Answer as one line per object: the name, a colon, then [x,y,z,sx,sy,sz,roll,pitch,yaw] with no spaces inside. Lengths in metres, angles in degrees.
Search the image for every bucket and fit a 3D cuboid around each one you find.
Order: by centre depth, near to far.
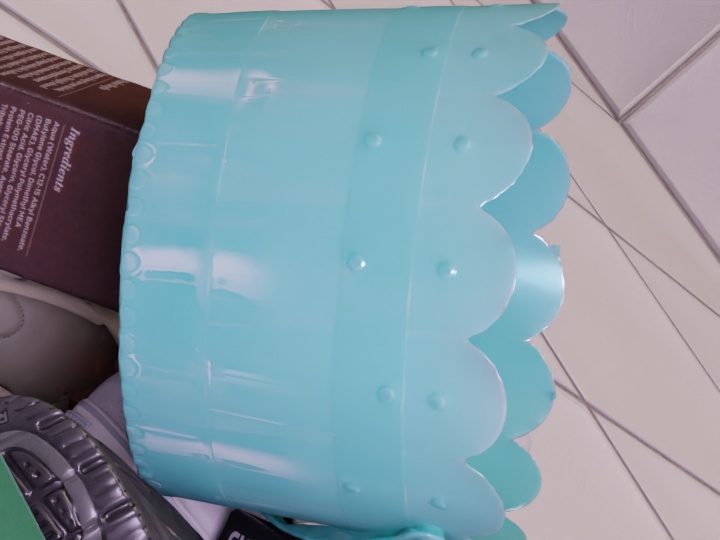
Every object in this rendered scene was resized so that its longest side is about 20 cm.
bucket: [0.000,0.000,0.904,0.134,0.208,0.207,5,9,10]

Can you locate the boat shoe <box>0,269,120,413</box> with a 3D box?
boat shoe: [-0.114,0.039,1.028,0.200,0.071,0.063,33,4,-32]

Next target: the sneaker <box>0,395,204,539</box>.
sneaker: [-0.060,0.125,0.846,0.200,0.076,0.091,55,6,10]

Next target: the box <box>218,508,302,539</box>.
box: [0.044,0.153,0.905,0.159,0.046,0.200,26,-3,-24]

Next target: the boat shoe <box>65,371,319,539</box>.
boat shoe: [-0.040,0.115,1.015,0.200,0.069,0.072,50,-12,-15]

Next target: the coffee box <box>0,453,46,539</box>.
coffee box: [-0.115,0.141,0.726,0.123,0.044,0.200,-2,57,-59]

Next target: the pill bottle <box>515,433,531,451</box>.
pill bottle: [-0.019,0.045,1.237,0.200,0.111,0.111,49,13,2]

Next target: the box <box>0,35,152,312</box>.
box: [-0.158,-0.054,0.978,0.199,0.075,0.100,18,11,7]
